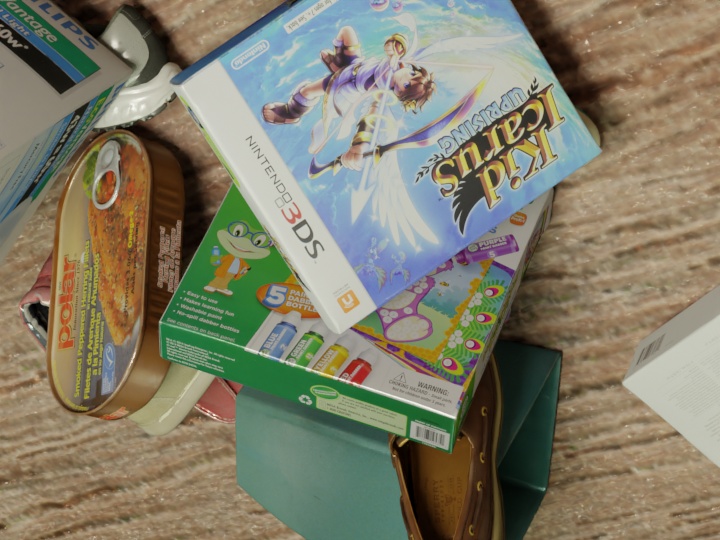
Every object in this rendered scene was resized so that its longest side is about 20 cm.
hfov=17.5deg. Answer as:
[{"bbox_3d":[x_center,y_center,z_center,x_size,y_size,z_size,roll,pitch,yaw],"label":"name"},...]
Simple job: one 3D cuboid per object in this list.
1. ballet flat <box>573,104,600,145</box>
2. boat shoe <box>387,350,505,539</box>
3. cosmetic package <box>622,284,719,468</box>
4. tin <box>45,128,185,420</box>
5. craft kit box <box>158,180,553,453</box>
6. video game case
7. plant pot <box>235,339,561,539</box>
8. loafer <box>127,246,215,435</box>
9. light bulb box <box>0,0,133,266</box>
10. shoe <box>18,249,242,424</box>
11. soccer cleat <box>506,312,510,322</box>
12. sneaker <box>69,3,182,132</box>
[{"bbox_3d":[0.051,-0.096,1.480,0.199,0.070,0.070,21,134,8],"label":"ballet flat"},{"bbox_3d":[0.052,0.098,1.495,0.072,0.201,0.068,-10,164,15],"label":"boat shoe"},{"bbox_3d":[0.291,0.062,1.509,0.151,0.052,0.200,42,133,-9],"label":"cosmetic package"},{"bbox_3d":[-0.166,0.003,1.591,0.112,0.201,0.042,-16,155,42],"label":"tin"},{"bbox_3d":[0.000,0.000,1.493,0.199,0.198,0.049,17,142,11],"label":"craft kit box"},{"bbox_3d":[0.017,-0.092,1.410,0.200,0.045,0.182,-35,105,-6],"label":"video game case"},{"bbox_3d":[0.020,0.120,1.634,0.199,0.142,0.142,18,133,17],"label":"plant pot"},{"bbox_3d":[-0.112,0.025,1.604,0.068,0.076,0.200,24,106,-35],"label":"loafer"},{"bbox_3d":[-0.275,-0.068,1.478,0.125,0.200,0.198,40,120,2],"label":"light bulb box"},{"bbox_3d":[-0.158,0.062,1.695,0.200,0.091,0.071,44,132,-14],"label":"shoe"},{"bbox_3d":[0.008,0.024,1.606,0.199,0.067,0.077,-15,125,31],"label":"soccer cleat"},{"bbox_3d":[-0.212,-0.128,1.583,0.199,0.074,0.080,-14,111,27],"label":"sneaker"}]
